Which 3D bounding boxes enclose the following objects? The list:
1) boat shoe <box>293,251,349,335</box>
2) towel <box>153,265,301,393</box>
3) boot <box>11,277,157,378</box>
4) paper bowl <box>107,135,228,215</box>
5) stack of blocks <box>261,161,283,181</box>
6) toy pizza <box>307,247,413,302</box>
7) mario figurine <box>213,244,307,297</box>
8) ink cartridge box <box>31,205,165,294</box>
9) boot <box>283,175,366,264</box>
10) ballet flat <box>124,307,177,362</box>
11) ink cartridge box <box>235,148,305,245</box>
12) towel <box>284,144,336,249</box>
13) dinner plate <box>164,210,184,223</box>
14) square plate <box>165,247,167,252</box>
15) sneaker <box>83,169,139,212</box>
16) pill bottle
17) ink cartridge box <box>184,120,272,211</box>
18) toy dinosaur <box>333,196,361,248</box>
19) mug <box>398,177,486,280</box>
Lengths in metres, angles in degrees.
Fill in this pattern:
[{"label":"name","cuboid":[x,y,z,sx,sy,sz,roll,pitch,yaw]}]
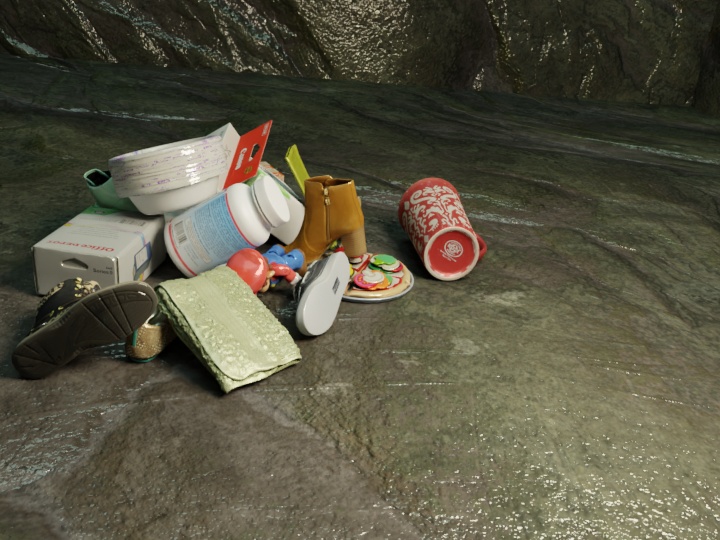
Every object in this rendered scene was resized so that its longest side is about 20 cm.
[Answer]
[{"label":"boat shoe","cuboid":[-0.075,0.037,1.137,0.066,0.073,0.202,-11,30,23]},{"label":"towel","cuboid":[-0.184,0.074,0.996,0.147,0.037,0.200,-18,55,-46]},{"label":"boot","cuboid":[-0.371,0.053,0.974,0.197,0.074,0.151,-32,26,-3]},{"label":"paper bowl","cuboid":[-0.325,-0.163,1.232,0.195,0.107,0.201,-12,14,3]},{"label":"stack of blocks","cuboid":[-0.268,-0.218,1.664,0.112,0.060,0.199,-8,28,-28]},{"label":"toy pizza","cuboid":[0.000,0.000,1.277,0.194,0.033,0.201,5,24,-2]},{"label":"mario figurine","cuboid":[-0.166,0.017,1.183,0.121,0.108,0.199,-25,0,24]},{"label":"ink cartridge box","cuboid":[-0.425,-0.030,1.181,0.141,0.090,0.201,7,22,4]},{"label":"boot","cuboid":[-0.085,-0.091,1.274,0.196,0.148,0.071,-6,21,23]},{"label":"ballet flat","cuboid":[-0.278,0.059,1.044,0.068,0.067,0.201,8,24,7]},{"label":"ink cartridge box","cuboid":[-0.197,-0.151,1.426,0.144,0.085,0.200,36,6,-34]},{"label":"towel","cuboid":[-0.092,-0.142,1.388,0.018,0.203,0.087,-23,22,10]},{"label":"dinner plate","cuboid":[-0.318,-0.101,1.371,0.194,0.025,0.201,4,24,-2]},{"label":"square plate","cuboid":[-0.335,-0.075,1.372,0.192,0.029,0.201,9,24,9]},{"label":"sneaker","cuboid":[-0.475,-0.142,1.333,0.198,0.120,0.074,8,47,49]},{"label":"pill bottle","cuboid":[-0.221,-0.075,1.195,0.196,0.110,0.109,-26,20,13]},{"label":"ink cartridge box","cuboid":[-0.265,-0.220,1.392,0.170,0.044,0.203,-24,37,24]},{"label":"toy dinosaur","cuboid":[-0.012,-0.089,1.389,0.057,0.201,0.104,11,66,9]},{"label":"mug","cuboid":[0.173,-0.078,1.372,0.172,0.137,0.201,0,28,-8]}]
